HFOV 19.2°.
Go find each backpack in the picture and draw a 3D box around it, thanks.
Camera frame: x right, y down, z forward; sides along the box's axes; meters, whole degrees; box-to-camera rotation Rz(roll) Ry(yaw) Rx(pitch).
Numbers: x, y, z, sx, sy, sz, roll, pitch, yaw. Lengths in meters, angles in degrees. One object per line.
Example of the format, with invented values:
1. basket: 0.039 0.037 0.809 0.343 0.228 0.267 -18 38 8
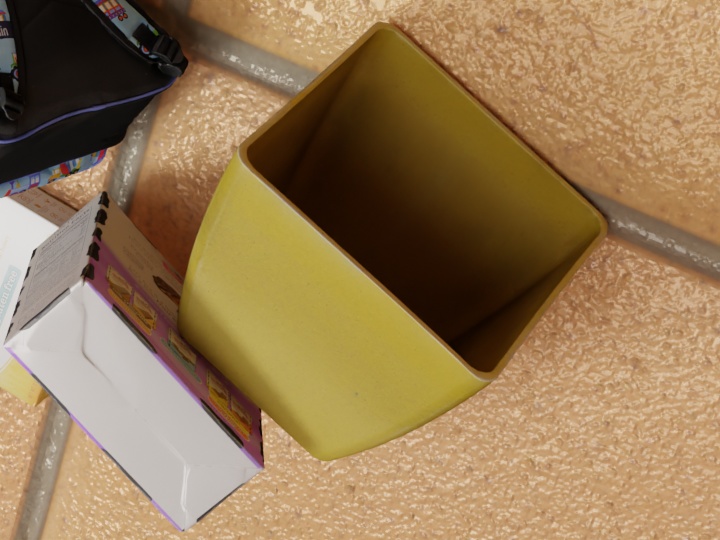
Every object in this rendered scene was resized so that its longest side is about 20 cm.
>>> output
1. backpack: -0.242 -0.161 1.379 0.200 0.182 0.135 58 137 8

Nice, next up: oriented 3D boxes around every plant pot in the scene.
1. plant pot: 0.000 0.000 1.346 0.200 0.200 0.176 43 131 0

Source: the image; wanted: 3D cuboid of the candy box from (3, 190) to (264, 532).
1. candy box: -0.143 0.054 1.392 0.072 0.200 0.168 -39 106 9

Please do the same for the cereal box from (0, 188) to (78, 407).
1. cereal box: -0.287 -0.011 1.534 0.200 0.040 0.144 29 118 8
